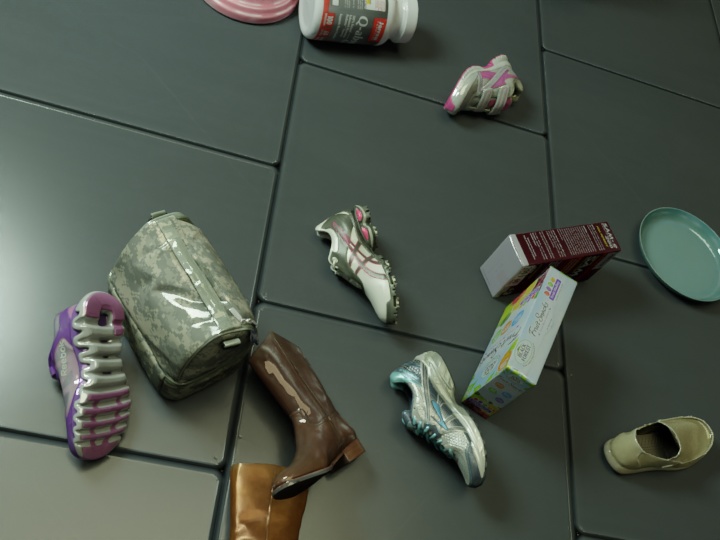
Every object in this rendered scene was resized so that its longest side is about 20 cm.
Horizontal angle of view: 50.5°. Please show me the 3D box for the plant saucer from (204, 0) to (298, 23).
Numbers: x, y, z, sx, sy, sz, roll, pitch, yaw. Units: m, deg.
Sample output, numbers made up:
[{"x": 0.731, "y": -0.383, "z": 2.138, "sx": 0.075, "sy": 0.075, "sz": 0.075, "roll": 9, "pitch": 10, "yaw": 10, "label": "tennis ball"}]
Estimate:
[{"x": -0.205, "y": -0.542, "z": 1.401, "sx": 0.200, "sy": 0.051, "sz": 0.201, "roll": 9, "pitch": 57, "yaw": -15, "label": "plant saucer"}]

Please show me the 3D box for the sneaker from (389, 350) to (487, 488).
[{"x": 0.104, "y": 0.214, "z": 1.057, "sx": 0.086, "sy": 0.078, "sz": 0.200, "roll": -18, "pitch": 60, "yaw": -16, "label": "sneaker"}]

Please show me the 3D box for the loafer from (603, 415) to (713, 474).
[{"x": 0.466, "y": 0.264, "z": 1.157, "sx": 0.200, "sy": 0.068, "sz": 0.076, "roll": -8, "pitch": 63, "yaw": -25, "label": "loafer"}]

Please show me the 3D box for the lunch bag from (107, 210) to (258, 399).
[{"x": -0.221, "y": 0.043, "z": 0.967, "sx": 0.139, "sy": 0.168, "sz": 0.200, "roll": -24, "pitch": 72, "yaw": -31, "label": "lunch bag"}]

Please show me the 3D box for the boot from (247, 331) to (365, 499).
[{"x": -0.098, "y": 0.176, "z": 0.970, "sx": 0.200, "sy": 0.064, "sz": 0.186, "roll": 57, "pitch": 24, "yaw": 13, "label": "boot"}]

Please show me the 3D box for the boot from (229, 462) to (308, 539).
[{"x": -0.078, "y": 0.340, "z": 0.923, "sx": 0.188, "sy": 0.069, "sz": 0.200, "roll": 12, "pitch": 46, "yaw": -10, "label": "boot"}]

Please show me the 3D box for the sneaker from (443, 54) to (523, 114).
[{"x": 0.238, "y": -0.333, "z": 1.425, "sx": 0.200, "sy": 0.081, "sz": 0.088, "roll": -34, "pitch": 75, "yaw": -33, "label": "sneaker"}]

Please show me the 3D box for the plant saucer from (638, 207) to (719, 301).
[{"x": 0.596, "y": -0.026, "z": 1.409, "sx": 0.200, "sy": 0.027, "sz": 0.200, "roll": 10, "pitch": 57, "yaw": -16, "label": "plant saucer"}]

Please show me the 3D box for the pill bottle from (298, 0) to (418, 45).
[{"x": -0.004, "y": -0.474, "z": 1.396, "sx": 0.200, "sy": 0.116, "sz": 0.116, "roll": -1, "pitch": 61, "yaw": -21, "label": "pill bottle"}]

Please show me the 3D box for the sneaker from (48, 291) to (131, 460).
[{"x": -0.339, "y": 0.129, "z": 0.932, "sx": 0.080, "sy": 0.088, "sz": 0.200, "roll": 17, "pitch": 67, "yaw": -62, "label": "sneaker"}]

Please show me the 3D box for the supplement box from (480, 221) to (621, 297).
[{"x": 0.309, "y": -0.018, "z": 1.244, "sx": 0.200, "sy": 0.109, "sz": 0.061, "roll": -9, "pitch": 65, "yaw": -24, "label": "supplement box"}]

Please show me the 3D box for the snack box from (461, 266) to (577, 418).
[{"x": 0.233, "y": 0.105, "z": 1.119, "sx": 0.053, "sy": 0.142, "sz": 0.200, "roll": 33, "pitch": 55, "yaw": 0, "label": "snack box"}]

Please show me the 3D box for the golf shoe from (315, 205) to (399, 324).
[{"x": 0.000, "y": 0.000, "z": 1.149, "sx": 0.088, "sy": 0.077, "sz": 0.200, "roll": -18, "pitch": 64, "yaw": -7, "label": "golf shoe"}]
